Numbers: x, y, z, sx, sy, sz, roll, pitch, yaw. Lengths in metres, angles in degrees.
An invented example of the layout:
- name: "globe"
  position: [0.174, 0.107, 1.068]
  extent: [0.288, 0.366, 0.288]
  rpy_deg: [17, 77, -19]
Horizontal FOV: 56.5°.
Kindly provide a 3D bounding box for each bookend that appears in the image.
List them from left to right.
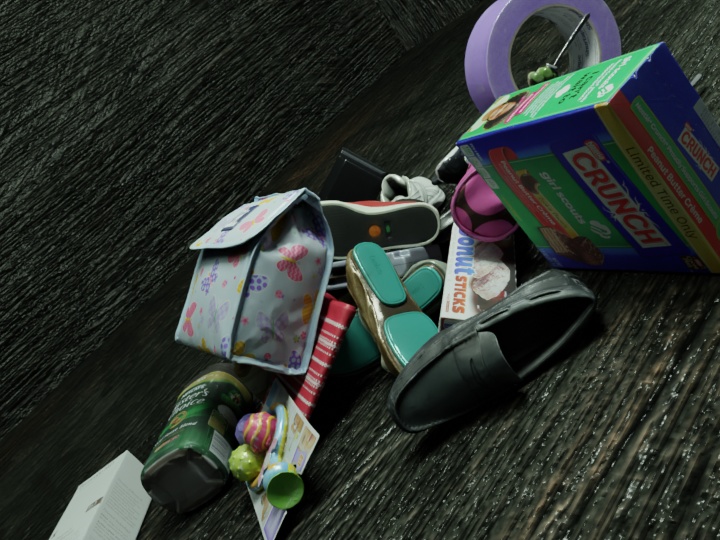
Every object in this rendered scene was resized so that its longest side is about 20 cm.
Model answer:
- name: "bookend"
  position: [-0.022, -0.082, 1.061]
  extent: [0.201, 0.091, 0.199]
  rpy_deg: [-63, 13, 6]

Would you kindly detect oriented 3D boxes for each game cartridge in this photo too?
- name: "game cartridge"
  position: [0.000, 0.000, 0.880]
  extent: [0.198, 0.041, 0.133]
  rpy_deg: [-10, 5, 30]

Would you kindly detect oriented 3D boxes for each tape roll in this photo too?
- name: "tape roll"
  position: [0.252, -0.292, 0.934]
  extent: [0.200, 0.200, 0.085]
  rpy_deg: [-41, 17, -2]

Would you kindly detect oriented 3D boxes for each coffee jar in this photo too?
- name: "coffee jar"
  position: [-0.203, 0.206, 0.866]
  extent: [0.104, 0.085, 0.200]
  rpy_deg: [-36, 17, 15]

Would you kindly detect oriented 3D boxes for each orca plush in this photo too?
- name: "orca plush"
  position: [0.165, -0.150, 1.014]
  extent: [0.105, 0.071, 0.200]
  rpy_deg: [-48, -3, 10]

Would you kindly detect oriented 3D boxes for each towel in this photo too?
- name: "towel"
  position: [-0.068, 0.122, 0.770]
  extent: [0.202, 0.022, 0.144]
  rpy_deg: [-68, 21, -3]

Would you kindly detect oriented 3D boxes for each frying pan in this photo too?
- name: "frying pan"
  position: [0.130, -0.078, 0.951]
  extent: [0.115, 0.031, 0.190]
  rpy_deg: [-38, 7, 4]

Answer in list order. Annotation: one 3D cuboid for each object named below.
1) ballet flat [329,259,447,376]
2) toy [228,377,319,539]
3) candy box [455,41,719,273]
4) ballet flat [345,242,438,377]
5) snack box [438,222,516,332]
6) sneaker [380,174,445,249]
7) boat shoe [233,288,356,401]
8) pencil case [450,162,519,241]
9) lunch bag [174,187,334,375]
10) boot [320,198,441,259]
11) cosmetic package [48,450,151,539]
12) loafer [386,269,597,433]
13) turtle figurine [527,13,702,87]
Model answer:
- name: "ballet flat"
  position: [0.034, 0.059, 0.785]
  extent: [0.200, 0.068, 0.064]
  rpy_deg: [-39, -13, 21]
- name: "toy"
  position: [-0.106, 0.186, 0.702]
  extent: [0.116, 0.047, 0.200]
  rpy_deg: [-66, 23, -1]
- name: "candy box"
  position: [0.201, -0.080, 0.564]
  extent: [0.077, 0.169, 0.200]
  rpy_deg: [-48, 18, -16]
- name: "ballet flat"
  position: [0.032, 0.060, 0.702]
  extent: [0.067, 0.201, 0.073]
  rpy_deg: [-10, -41, -26]
- name: "snack box"
  position: [0.124, 0.007, 0.695]
  extent: [0.071, 0.025, 0.200]
  rpy_deg: [7, 30, 8]
- name: "sneaker"
  position: [0.077, -0.119, 1.052]
  extent: [0.078, 0.100, 0.200]
  rpy_deg: [-34, 18, 20]
- name: "boat shoe"
  position: [-0.077, 0.095, 0.903]
  extent: [0.199, 0.067, 0.074]
  rpy_deg: [-38, 17, -21]
- name: "pencil case"
  position: [0.154, -0.100, 0.763]
  extent: [0.094, 0.091, 0.200]
  rpy_deg: [-48, 4, 23]
- name: "lunch bag"
  position: [-0.124, 0.005, 0.781]
  extent: [0.169, 0.126, 0.202]
  rpy_deg: [4, 76, 56]
- name: "boot"
  position: [0.004, -0.063, 0.896]
  extent: [0.198, 0.073, 0.144]
  rpy_deg: [-2, 10, 2]
- name: "cosmetic package"
  position: [-0.341, 0.336, 0.863]
  extent: [0.101, 0.074, 0.200]
  rpy_deg: [-37, 18, 9]
- name: "loafer"
  position: [0.107, 0.070, 0.561]
  extent: [0.200, 0.068, 0.070]
  rpy_deg: [-36, 8, 3]
- name: "turtle figurine"
  position: [0.252, -0.171, 0.732]
  extent: [0.199, 0.144, 0.195]
  rpy_deg: [-33, 20, 35]
